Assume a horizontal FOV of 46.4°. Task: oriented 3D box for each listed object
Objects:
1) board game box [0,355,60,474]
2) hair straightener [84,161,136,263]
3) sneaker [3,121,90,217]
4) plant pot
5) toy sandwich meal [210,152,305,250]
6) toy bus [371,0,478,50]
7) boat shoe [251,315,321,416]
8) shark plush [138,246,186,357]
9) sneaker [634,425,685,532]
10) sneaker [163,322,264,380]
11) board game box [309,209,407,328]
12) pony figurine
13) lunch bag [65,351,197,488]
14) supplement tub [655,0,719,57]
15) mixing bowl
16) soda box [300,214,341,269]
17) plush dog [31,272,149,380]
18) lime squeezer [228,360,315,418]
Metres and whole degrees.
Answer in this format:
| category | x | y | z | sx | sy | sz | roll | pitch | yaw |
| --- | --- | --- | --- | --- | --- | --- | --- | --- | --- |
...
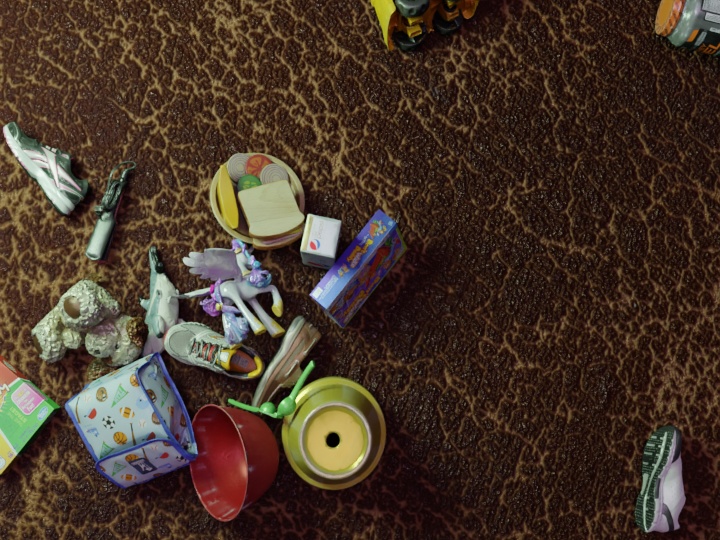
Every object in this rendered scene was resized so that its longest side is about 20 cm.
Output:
| category | x | y | z | sx | sy | sz | roll | pitch | yaw |
| --- | --- | --- | --- | --- | --- | --- | --- | --- | --- |
| board game box | -0.682 | 0.250 | 1.550 | 0.199 | 0.040 | 0.154 | 39 | 84 | 1 |
| hair straightener | -0.469 | -0.114 | 1.580 | 0.040 | 0.077 | 0.204 | 21 | 83 | 1 |
| sneaker | -0.590 | -0.202 | 1.593 | 0.086 | 0.080 | 0.201 | -39 | 95 | -18 |
| plant pot | -0.048 | 0.295 | 1.505 | 0.196 | 0.189 | 0.206 | 0 | 84 | -2 |
| toy sandwich meal | -0.188 | -0.137 | 1.576 | 0.200 | 0.070 | 0.210 | 5 | 70 | -14 |
| toy bus | 0.110 | -0.556 | 1.641 | 0.196 | 0.136 | 0.195 | -21 | 70 | -7 |
| boat shoe | -0.138 | 0.187 | 1.570 | 0.071 | 0.076 | 0.203 | 29 | 88 | -5 |
| shark plush | -0.391 | 0.058 | 1.575 | 0.082 | 0.090 | 0.205 | -11 | 90 | 27 |
| sneaker | 0.580 | 0.397 | 1.595 | 0.078 | 0.074 | 0.205 | 14 | 88 | -16 |
| sneaker | -0.264 | 0.147 | 1.543 | 0.196 | 0.082 | 0.080 | 18 | 82 | -16 |
| board game box | 0.000 | 0.000 | 1.561 | 0.045 | 0.135 | 0.201 | 36 | 83 | 21 |
| pony figurine | -0.238 | 0.038 | 1.539 | 0.191 | 0.166 | 0.203 | -14 | 69 | -41 |
| lunch bag | -0.402 | 0.280 | 1.504 | 0.167 | 0.124 | 0.203 | -22 | 101 | 15 |
| supplement tub | 0.695 | -0.492 | 1.657 | 0.195 | 0.123 | 0.125 | 14 | 84 | -1 |
| mixing bowl | -0.216 | 0.334 | 1.510 | 0.107 | 0.198 | 0.205 | -5 | 83 | -42 |
| soda box | -0.072 | -0.048 | 1.532 | 0.062 | 0.200 | 0.070 | 12 | 83 | -2 |
| plush dog | -0.475 | 0.105 | 1.539 | 0.172 | 0.161 | 0.199 | 45 | 124 | -10 |
| lime squeezer | -0.156 | 0.231 | 1.497 | 0.197 | 0.038 | 0.072 | -26 | 83 | 25 |
